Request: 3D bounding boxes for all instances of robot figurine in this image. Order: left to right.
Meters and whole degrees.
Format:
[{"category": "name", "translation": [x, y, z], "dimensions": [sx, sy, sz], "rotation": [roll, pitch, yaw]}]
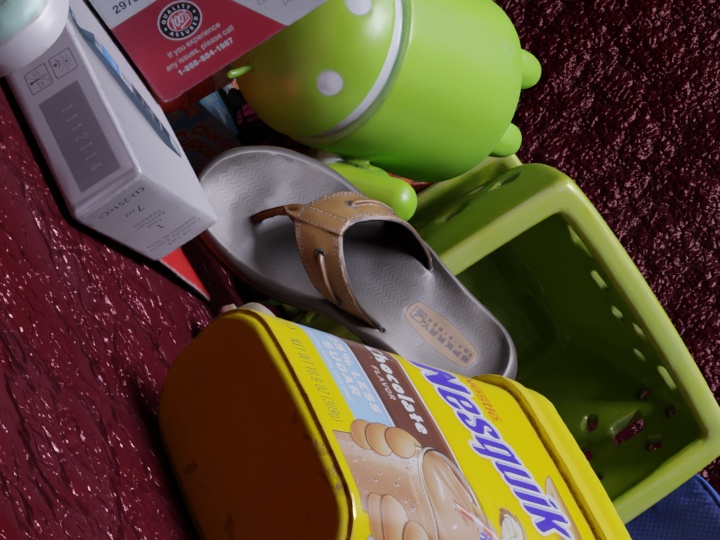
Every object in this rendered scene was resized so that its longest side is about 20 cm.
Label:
[{"category": "robot figurine", "translation": [0.011, -0.118, 1.150], "dimensions": [0.200, 0.176, 0.116], "rotation": [17, 1, -43]}]

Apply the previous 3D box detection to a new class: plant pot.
[{"category": "plant pot", "translation": [0.071, 0.052, 1.216], "dimensions": [0.199, 0.200, 0.182], "rotation": [56, 2, -19]}]

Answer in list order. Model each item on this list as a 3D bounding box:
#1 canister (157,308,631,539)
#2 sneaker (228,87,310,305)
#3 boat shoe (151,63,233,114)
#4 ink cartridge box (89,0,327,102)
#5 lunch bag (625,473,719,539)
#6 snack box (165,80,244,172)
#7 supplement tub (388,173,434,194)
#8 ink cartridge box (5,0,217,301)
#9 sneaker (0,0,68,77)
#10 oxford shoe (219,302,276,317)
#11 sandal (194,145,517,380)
[{"category": "canister", "translation": [0.018, 0.100, 0.900], "dimensions": [0.200, 0.087, 0.149], "rotation": [19, 33, -46]}, {"category": "sneaker", "translation": [-0.049, -0.069, 1.212], "dimensions": [0.084, 0.077, 0.200], "rotation": [34, 48, -40]}, {"category": "boat shoe", "translation": [-0.141, -0.177, 1.152], "dimensions": [0.200, 0.062, 0.071], "rotation": [62, -11, 11]}, {"category": "ink cartridge box", "translation": [-0.095, -0.209, 1.007], "dimensions": [0.200, 0.146, 0.083], "rotation": [54, 14, -20]}, {"category": "lunch bag", "translation": [0.177, 0.224, 1.185], "dimensions": [0.132, 0.200, 0.136], "rotation": [56, 3, -37]}, {"category": "snack box", "translation": [-0.098, -0.104, 1.282], "dimensions": [0.200, 0.037, 0.116], "rotation": [46, 16, -57]}, {"category": "supplement tub", "translation": [0.021, -0.066, 1.368], "dimensions": [0.123, 0.122, 0.200], "rotation": [61, -12, 15]}, {"category": "ink cartridge box", "translation": [-0.132, -0.095, 1.035], "dimensions": [0.200, 0.045, 0.176], "rotation": [62, 9, 20]}, {"category": "sneaker", "translation": [-0.193, -0.164, 0.808], "dimensions": [0.200, 0.074, 0.118], "rotation": [53, -3, 31]}, {"category": "oxford shoe", "translation": [-0.004, 0.078, 1.070], "dimensions": [0.200, 0.074, 0.071], "rotation": [53, 11, -36]}, {"category": "sandal", "translation": [0.000, 0.000, 1.065], "dimensions": [0.200, 0.082, 0.055], "rotation": [40, -22, 5]}]
